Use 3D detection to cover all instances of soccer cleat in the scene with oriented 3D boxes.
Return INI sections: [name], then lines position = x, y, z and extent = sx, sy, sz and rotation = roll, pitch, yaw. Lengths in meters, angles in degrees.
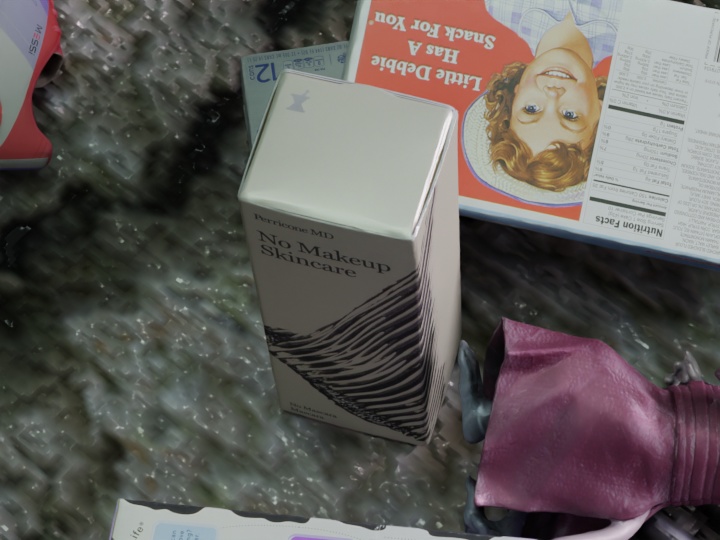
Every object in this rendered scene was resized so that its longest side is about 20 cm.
[soccer cleat]
position = -0.190, -0.137, 1.104
extent = 0.073, 0.068, 0.201
rotation = 14, 54, -16

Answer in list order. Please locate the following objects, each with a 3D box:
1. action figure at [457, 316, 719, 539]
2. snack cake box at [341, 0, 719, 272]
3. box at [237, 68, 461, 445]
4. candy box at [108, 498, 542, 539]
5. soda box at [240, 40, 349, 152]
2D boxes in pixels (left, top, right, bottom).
[action figure]
position = 0.142, 0.077, 0.906
extent = 0.198, 0.134, 0.150
rotation = 0, 60, 7
[snack cake box]
position = 0.089, -0.074, 0.967
extent = 0.198, 0.067, 0.116
rotation = 12, 90, -1
[box]
position = 0.000, 0.000, 0.921
extent = 0.081, 0.200, 0.069
rotation = 13, 63, 12
[candy box]
position = 0.002, 0.167, 0.840
extent = 0.198, 0.168, 0.072
rotation = 5, 59, 6
[soda box]
position = 0.042, -0.077, 1.042
extent = 0.198, 0.068, 0.064
rotation = -8, 59, -2
